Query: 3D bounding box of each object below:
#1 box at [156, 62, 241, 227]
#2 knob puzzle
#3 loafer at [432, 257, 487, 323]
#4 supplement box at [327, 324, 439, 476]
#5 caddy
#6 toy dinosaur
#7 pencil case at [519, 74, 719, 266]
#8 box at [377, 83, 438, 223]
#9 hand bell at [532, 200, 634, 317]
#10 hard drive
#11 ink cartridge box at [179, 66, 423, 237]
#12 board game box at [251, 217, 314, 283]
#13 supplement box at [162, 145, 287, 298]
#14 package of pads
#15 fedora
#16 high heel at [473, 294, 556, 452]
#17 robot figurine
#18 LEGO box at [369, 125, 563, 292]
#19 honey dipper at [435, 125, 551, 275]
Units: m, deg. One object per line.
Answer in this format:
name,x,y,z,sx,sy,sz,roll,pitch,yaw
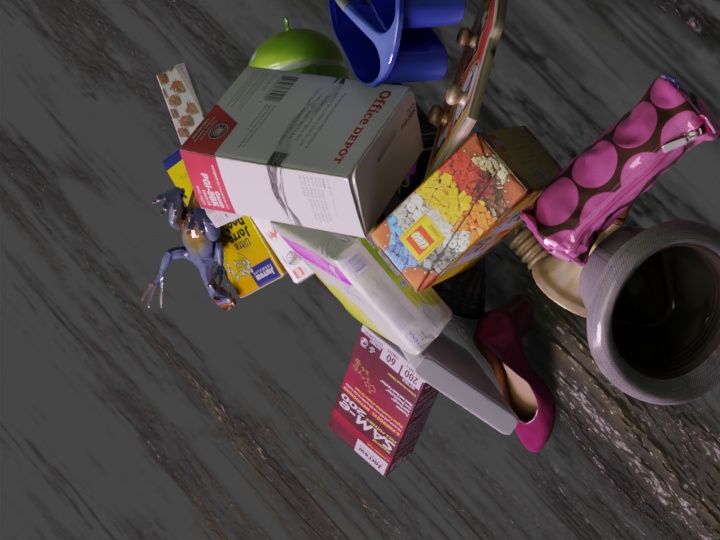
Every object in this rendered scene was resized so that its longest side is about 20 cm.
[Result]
box,-0.186,-0.147,1.582,0.041,0.038,0.202,61,-174,-66
knob puzzle,0.100,-0.200,1.350,0.030,0.221,0.221,18,134,-5
loafer,0.077,0.010,1.596,0.199,0.072,0.073,12,84,47
supplement box,0.034,0.154,1.718,0.109,0.061,0.201,38,136,21
caddy,0.021,-0.268,1.332,0.201,0.104,0.142,-113,31,-43
toy dinosaur,-0.181,-0.033,1.658,0.104,0.202,0.182,21,165,18
pencil case,0.242,-0.089,1.270,0.090,0.094,0.200,33,109,-31
box,0.038,-0.102,1.535,0.143,0.036,0.202,-123,30,-44
hand bell,0.258,-0.061,1.366,0.104,0.104,0.202,36,122,23
hard drive,0.094,0.102,1.506,0.131,0.200,0.027,34,98,-18
ink cartridge box,-0.055,-0.121,1.362,0.198,0.147,0.083,12,138,28
board game box,-0.108,-0.092,1.580,0.034,0.126,0.201,-30,103,14
supplement box,-0.137,-0.088,1.700,0.109,0.108,0.201,-26,95,51
package of pads,0.000,0.000,1.450,0.155,0.068,0.200,48,172,-26
fedora,0.286,0.029,1.331,0.178,0.199,0.090,-56,34,6
high heel,0.166,0.133,1.547,0.067,0.096,0.202,5,117,42
robot figurine,-0.063,-0.183,1.548,0.175,0.114,0.203,143,115,-85
LEGO box,0.114,-0.066,1.366,0.149,0.200,0.077,-43,82,19
honey dipper,0.143,-0.081,1.491,0.201,0.038,0.038,52,139,13
